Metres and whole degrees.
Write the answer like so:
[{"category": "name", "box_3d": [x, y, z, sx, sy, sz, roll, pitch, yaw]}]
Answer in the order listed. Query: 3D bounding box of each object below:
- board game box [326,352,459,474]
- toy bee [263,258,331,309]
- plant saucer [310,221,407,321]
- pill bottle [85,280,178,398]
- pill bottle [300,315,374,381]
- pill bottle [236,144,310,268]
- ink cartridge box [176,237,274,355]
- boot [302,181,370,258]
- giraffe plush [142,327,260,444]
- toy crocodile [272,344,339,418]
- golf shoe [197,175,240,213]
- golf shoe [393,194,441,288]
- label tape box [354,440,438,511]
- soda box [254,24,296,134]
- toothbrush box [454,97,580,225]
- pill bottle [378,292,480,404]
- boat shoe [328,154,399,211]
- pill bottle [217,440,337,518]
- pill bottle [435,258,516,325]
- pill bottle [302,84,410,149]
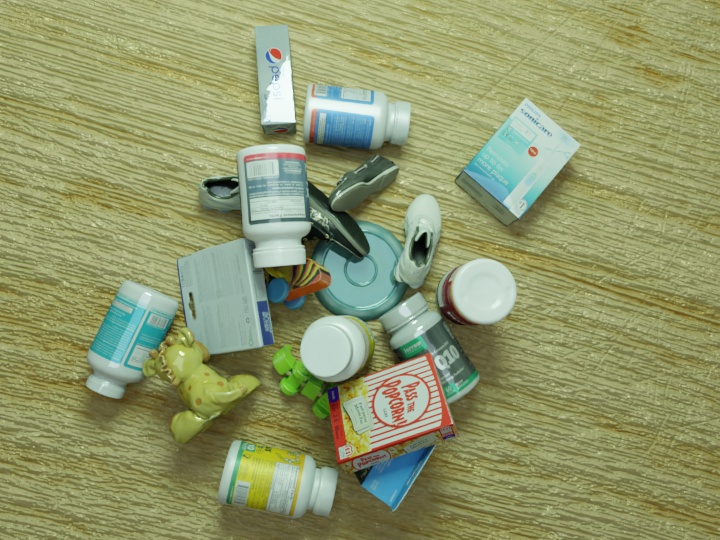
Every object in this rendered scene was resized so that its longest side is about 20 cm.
[{"category": "board game box", "box_3d": [0.050, 0.242, 1.078, 0.200, 0.046, 0.152, -21, 42, 6]}, {"category": "toy bee", "box_3d": [-0.154, 0.020, 1.185, 0.200, 0.131, 0.109, -20, 62, 4]}, {"category": "plant saucer", "box_3d": [0.000, 0.000, 1.239, 0.200, 0.027, 0.200, 0, 85, -5]}, {"category": "pill bottle", "box_3d": [-0.421, 0.127, 1.148, 0.111, 0.111, 0.200, 25, 83, -2]}, {"category": "pill bottle", "box_3d": [-0.042, 0.137, 1.119, 0.113, 0.200, 0.113, -1, 86, 8]}, {"category": "pill bottle", "box_3d": [-0.146, -0.107, 1.085, 0.119, 0.120, 0.200, -4, 91, -5]}, {"category": "ink cartridge box", "box_3d": [-0.253, 0.053, 1.169, 0.200, 0.041, 0.200, -11, 86, 37]}, {"category": "boot", "box_3d": [-0.097, -0.064, 1.201, 0.204, 0.073, 0.154, 42, 112, -10]}, {"category": "giraffe plush", "box_3d": [-0.296, 0.192, 1.111, 0.173, 0.200, 0.162, -38, 84, -9]}, {"category": "toy crocodile", "box_3d": [-0.084, 0.220, 1.197, 0.200, 0.062, 0.068, 37, 122, -3]}, {"category": "golf shoe", "box_3d": [-0.209, -0.143, 1.200, 0.200, 0.097, 0.078, -1, 83, -7]}, {"category": "golf shoe", "box_3d": [0.122, -0.068, 1.203, 0.078, 0.097, 0.200, 14, 67, -6]}, {"category": "label tape box", "box_3d": [0.057, 0.327, 1.125, 0.066, 0.200, 0.143, 33, 82, -3]}, {"category": "soda box", "box_3d": [-0.166, -0.374, 1.241, 0.068, 0.063, 0.200, -5, 85, -4]}, {"category": "toothbrush box", "box_3d": [0.311, -0.214, 1.258, 0.146, 0.085, 0.200, 42, 81, 0]}, {"category": "pill bottle", "box_3d": [0.127, 0.149, 1.192, 0.113, 0.113, 0.200, -34, 88, -7]}, {"category": "boat shoe", "box_3d": [-0.005, -0.169, 1.205, 0.057, 0.067, 0.200, 41, 46, 16]}, {"category": "pill bottle", "box_3d": [-0.147, 0.383, 1.146, 0.200, 0.113, 0.113, 13, 84, -3]}, {"category": "pill bottle", "box_3d": [0.203, 0.045, 1.165, 0.114, 0.200, 0.114, 0, 85, -4]}, {"category": "pill bottle", "box_3d": [-0.008, -0.294, 1.224, 0.200, 0.112, 0.112, 6, 84, -4]}]
